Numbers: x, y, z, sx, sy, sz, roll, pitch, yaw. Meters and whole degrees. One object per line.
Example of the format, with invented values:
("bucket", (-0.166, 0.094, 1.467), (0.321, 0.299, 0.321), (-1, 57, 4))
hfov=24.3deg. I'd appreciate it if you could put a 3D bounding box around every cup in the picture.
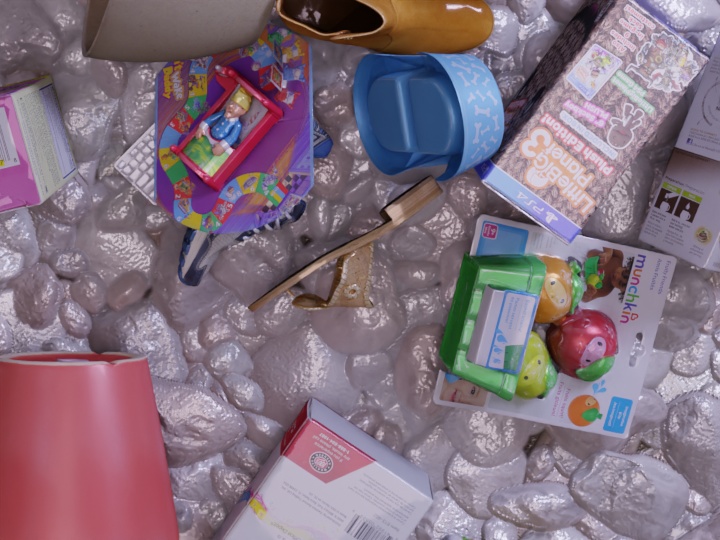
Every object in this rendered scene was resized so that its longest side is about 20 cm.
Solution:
("cup", (-0.148, -0.265, 1.456), (0.143, 0.200, 0.201), (14, 101, -18))

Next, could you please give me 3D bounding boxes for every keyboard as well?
("keyboard", (-0.141, -0.148, 1.558), (0.200, 0.011, 0.056), (-44, 98, 7))

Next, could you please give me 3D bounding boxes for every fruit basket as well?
("fruit basket", (0.183, 0.057, 1.561), (0.199, 0.094, 0.186), (13, 100, -7))

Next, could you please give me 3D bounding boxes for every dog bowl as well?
("dog bowl", (0.060, -0.141, 1.476), (0.049, 0.200, 0.112), (-15, 102, -25))

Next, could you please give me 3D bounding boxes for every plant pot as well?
("plant pot", (-0.266, 0.167, 1.537), (0.200, 0.200, 0.178), (0, 91, -1))

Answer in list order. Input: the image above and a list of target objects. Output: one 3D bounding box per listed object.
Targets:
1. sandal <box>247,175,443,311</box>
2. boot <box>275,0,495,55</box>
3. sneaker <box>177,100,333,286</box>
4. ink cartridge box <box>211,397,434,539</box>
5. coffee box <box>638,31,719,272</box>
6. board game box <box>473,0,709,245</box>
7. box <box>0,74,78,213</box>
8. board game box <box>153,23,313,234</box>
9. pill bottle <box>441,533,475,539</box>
("sandal", (0.000, 0.000, 1.555), (0.212, 0.078, 0.070), (-36, 93, 1))
("boot", (0.025, -0.221, 1.478), (0.201, 0.144, 0.071), (5, 101, -2))
("sneaker", (-0.096, -0.060, 1.544), (0.085, 0.077, 0.200), (33, 99, -11))
("ink cartridge box", (-0.046, 0.247, 1.598), (0.146, 0.083, 0.200), (34, 99, -7))
("coffee box", (0.346, -0.101, 1.513), (0.114, 0.080, 0.200), (8, 106, -48))
("board game box", (0.197, -0.141, 1.488), (0.097, 0.159, 0.200), (36, 98, -7))
("box", (-0.358, -0.098, 1.468), (0.175, 0.200, 0.097), (-13, 100, 2))
("board game box", (-0.122, -0.134, 1.495), (0.158, 0.039, 0.201), (-6, 73, 19))
("pill bottle", (0.162, 0.333, 1.603), (0.200, 0.111, 0.111), (18, 100, -4))
